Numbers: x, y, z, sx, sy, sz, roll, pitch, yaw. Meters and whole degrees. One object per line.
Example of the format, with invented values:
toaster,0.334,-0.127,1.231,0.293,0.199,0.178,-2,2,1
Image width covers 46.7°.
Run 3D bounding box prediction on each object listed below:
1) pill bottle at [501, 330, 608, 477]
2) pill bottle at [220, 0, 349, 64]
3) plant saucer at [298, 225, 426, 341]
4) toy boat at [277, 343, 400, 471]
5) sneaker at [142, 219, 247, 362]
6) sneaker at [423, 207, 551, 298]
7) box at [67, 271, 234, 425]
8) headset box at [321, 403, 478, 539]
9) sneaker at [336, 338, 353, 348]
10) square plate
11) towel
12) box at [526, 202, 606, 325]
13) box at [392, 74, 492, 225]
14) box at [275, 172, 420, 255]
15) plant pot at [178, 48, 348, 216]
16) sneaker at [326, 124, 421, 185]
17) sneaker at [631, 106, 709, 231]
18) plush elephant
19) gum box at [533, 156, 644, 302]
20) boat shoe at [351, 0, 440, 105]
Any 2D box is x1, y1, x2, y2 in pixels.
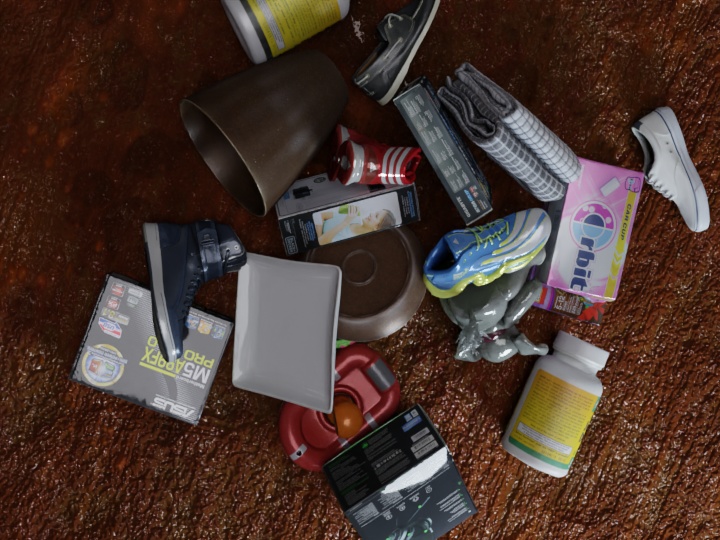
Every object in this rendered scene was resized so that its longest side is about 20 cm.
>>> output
pill bottle,0.305,0.202,1.286,0.111,0.113,0.204,23,92,-10
pill bottle,-0.087,-0.382,1.161,0.197,0.112,0.114,-30,100,-4
plant saucer,0.000,0.000,1.208,0.195,0.035,0.205,-2,69,5
toy boat,-0.029,0.209,1.224,0.199,0.131,0.131,-41,100,-3
sneaker,-0.225,0.022,1.171,0.143,0.077,0.207,-4,70,-18
sneaker,0.170,-0.029,1.145,0.198,0.105,0.077,-34,67,10
box,-0.301,0.113,1.215,0.196,0.044,0.163,22,91,-10
headset box,0.064,0.328,1.235,0.172,0.093,0.202,-32,131,-5
sneaker,0.015,0.029,1.241,0.199,0.077,0.084,-41,101,-5
square plate,-0.104,0.084,1.198,0.028,0.195,0.205,-2,99,-52
towel,0.201,-0.194,1.171,0.164,0.201,0.086,32,106,-33
box,0.337,-0.030,1.303,0.134,0.039,0.205,15,94,-9
box,0.122,-0.177,1.191,0.045,0.159,0.202,-29,101,15
box,-0.023,-0.096,1.192,0.195,0.117,0.061,-14,119,-3
plant pot,-0.116,-0.211,1.155,0.199,0.186,0.188,-39,101,-17
sneaker,0.019,-0.150,1.162,0.113,0.201,0.080,8,110,-12
sneaker,0.481,-0.150,1.304,0.070,0.073,0.204,-22,90,4
plush elephant,0.199,0.066,1.245,0.161,0.155,0.203,1,57,29
gum box,0.338,-0.058,1.245,0.111,0.066,0.205,11,94,-8
boat shoe,0.057,-0.345,1.209,0.067,0.072,0.203,29,93,-15
